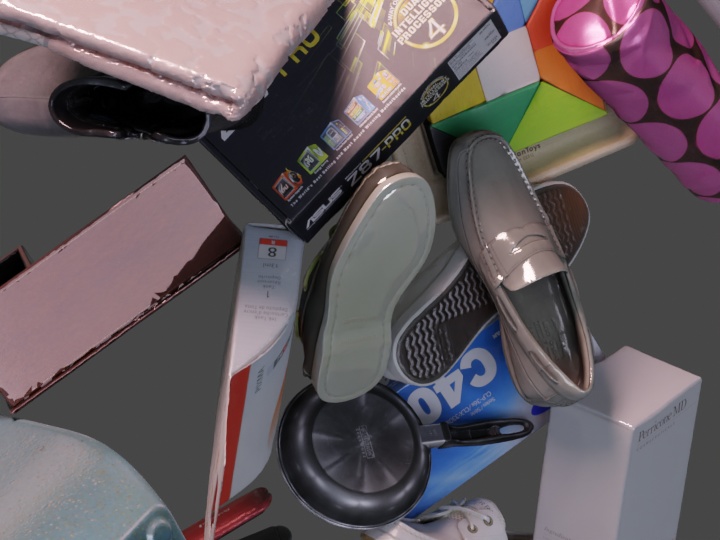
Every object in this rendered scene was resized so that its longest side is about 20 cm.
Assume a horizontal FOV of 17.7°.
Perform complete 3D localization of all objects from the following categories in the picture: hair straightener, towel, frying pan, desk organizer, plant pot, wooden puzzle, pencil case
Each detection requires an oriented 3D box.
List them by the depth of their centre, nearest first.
[{"bbox_3d":[-0.127,-0.172,1.460,0.190,0.200,0.032,20,124,7],"label":"towel"},{"bbox_3d":[-0.199,0.225,1.498,0.196,0.200,0.197,-44,117,-36],"label":"plant pot"},{"bbox_3d":[-0.183,0.002,1.583,0.200,0.072,0.077,-36,109,-4],"label":"desk organizer"},{"bbox_3d":[0.033,0.134,1.628,0.189,0.031,0.115,14,62,-12],"label":"frying pan"},{"bbox_3d":[0.218,-0.136,1.640,0.091,0.094,0.200,-33,129,16],"label":"pencil case"},{"bbox_3d":[0.096,-0.151,1.641,0.184,0.037,0.201,-22,110,-9],"label":"wooden puzzle"},{"bbox_3d":[-0.136,0.239,1.679,0.200,0.041,0.077,-31,111,-6],"label":"hair straightener"}]

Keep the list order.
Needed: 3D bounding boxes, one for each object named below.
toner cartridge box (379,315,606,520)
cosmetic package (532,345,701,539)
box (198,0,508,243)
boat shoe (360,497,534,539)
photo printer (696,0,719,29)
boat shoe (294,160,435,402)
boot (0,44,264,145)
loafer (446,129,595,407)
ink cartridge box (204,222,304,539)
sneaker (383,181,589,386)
[{"bbox_3d":[0.079,0.092,1.700,0.200,0.043,0.095,-36,114,-5],"label":"toner cartridge box"},{"bbox_3d":[0.184,0.169,1.695,0.101,0.071,0.201,-29,132,-46],"label":"cosmetic package"},{"bbox_3d":[-0.025,-0.144,1.551,0.200,0.161,0.049,-45,155,0],"label":"box"},{"bbox_3d":[0.074,0.196,1.692,0.200,0.071,0.070,26,92,-52],"label":"boat shoe"},{"bbox_3d":[0.283,-0.269,1.645,0.166,0.069,0.200,-44,112,-1],"label":"photo printer"},{"bbox_3d":[-0.003,0.000,1.559,0.072,0.060,0.202,-8,136,-26],"label":"boat shoe"},{"bbox_3d":[-0.171,-0.114,1.485,0.199,0.132,0.070,-2,99,19],"label":"boot"},{"bbox_3d":[0.116,-0.003,1.595,0.070,0.070,0.201,-24,96,-26],"label":"loafer"},{"bbox_3d":[-0.071,0.094,1.544,0.050,0.201,0.163,5,140,-6],"label":"ink cartridge box"},{"bbox_3d":[0.076,0.003,1.664,0.200,0.085,0.073,-40,108,-21],"label":"sneaker"}]
